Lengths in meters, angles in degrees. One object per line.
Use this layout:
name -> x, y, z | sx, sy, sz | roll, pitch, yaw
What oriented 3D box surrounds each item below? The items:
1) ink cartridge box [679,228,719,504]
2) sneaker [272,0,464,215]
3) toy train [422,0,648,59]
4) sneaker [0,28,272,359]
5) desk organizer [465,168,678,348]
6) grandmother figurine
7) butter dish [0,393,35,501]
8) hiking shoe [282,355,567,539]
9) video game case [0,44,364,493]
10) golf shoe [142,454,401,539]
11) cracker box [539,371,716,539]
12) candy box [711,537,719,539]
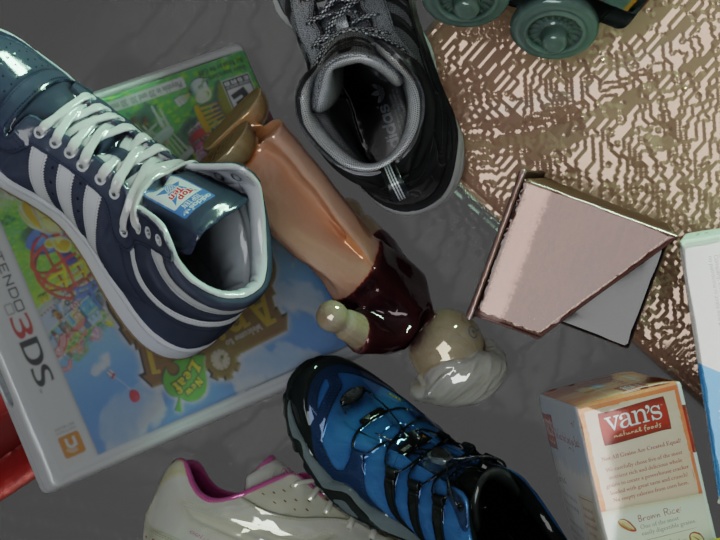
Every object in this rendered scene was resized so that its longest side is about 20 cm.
ink cartridge box -> 0.266, 0.031, 1.061 | 0.198, 0.125, 0.130 | -8, 91, 10
sneaker -> -0.005, -0.124, 1.107 | 0.075, 0.114, 0.201 | -23, 88, 9
toy train -> 0.069, -0.180, 1.065 | 0.199, 0.114, 0.086 | 19, 51, -21
sneaker -> -0.120, -0.050, 1.049 | 0.070, 0.108, 0.200 | -43, 98, -29
desk organizer -> 0.107, -0.003, 1.050 | 0.077, 0.200, 0.072 | 21, 95, 6
grandmother figurine -> 0.000, 0.000, 1.114 | 0.200, 0.122, 0.060 | 43, 126, -16
butter dish -> -0.230, 0.024, 1.135 | 0.199, 0.148, 0.201 | -33, 86, 9
hiking shoe -> 0.045, 0.108, 1.093 | 0.200, 0.074, 0.087 | 44, 143, 11
video game case -> -0.111, -0.006, 1.117 | 0.199, 0.022, 0.183 | -22, 88, -30
golf shoe -> -0.023, 0.146, 1.144 | 0.198, 0.075, 0.092 | 4, 83, 5
cracker box -> 0.146, 0.155, 1.079 | 0.057, 0.134, 0.202 | -14, 91, -2
candy box -> 0.153, 0.182, 1.000 | 0.198, 0.026, 0.103 | -15, 93, -3
